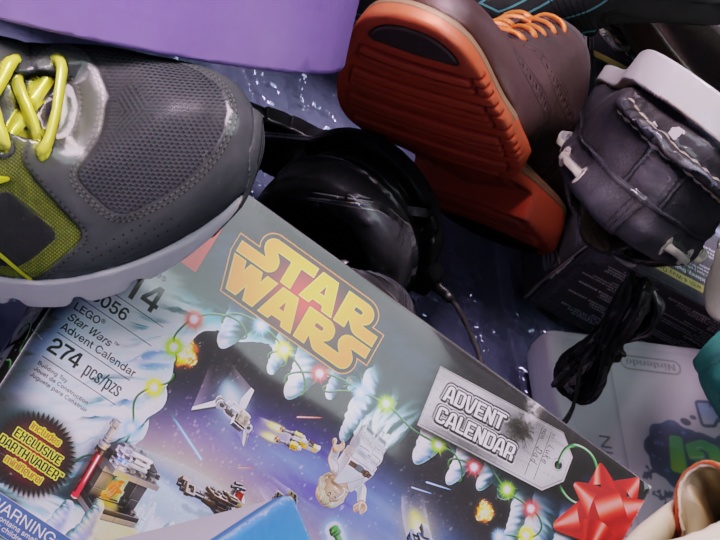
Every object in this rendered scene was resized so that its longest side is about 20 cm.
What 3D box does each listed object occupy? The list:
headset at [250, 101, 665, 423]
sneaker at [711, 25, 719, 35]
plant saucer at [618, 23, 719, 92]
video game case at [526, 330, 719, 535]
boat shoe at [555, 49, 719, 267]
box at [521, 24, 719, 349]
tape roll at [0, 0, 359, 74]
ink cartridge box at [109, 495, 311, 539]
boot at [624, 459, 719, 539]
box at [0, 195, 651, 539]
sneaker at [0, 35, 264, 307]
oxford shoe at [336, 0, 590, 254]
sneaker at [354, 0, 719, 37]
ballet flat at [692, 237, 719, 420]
[{"bbox_3d":[0.000,0.000,0.823,0.200,0.094,0.124,23,46,-15],"label":"headset"},{"bbox_3d":[0.199,-0.128,1.002,0.118,0.074,0.201,-22,81,-45],"label":"sneaker"},{"bbox_3d":[0.175,-0.103,1.044,0.200,0.032,0.200,26,40,-23],"label":"plant saucer"},{"bbox_3d":[0.166,0.114,0.899,0.200,0.024,0.182,8,54,-21],"label":"video game case"},{"bbox_3d":[0.102,-0.031,0.850,0.074,0.060,0.200,39,0,0],"label":"boat shoe"},{"bbox_3d":[0.159,-0.019,1.018,0.200,0.049,0.161,26,42,-25],"label":"box"},{"bbox_3d":[-0.092,-0.127,0.763,0.200,0.085,0.200,13,11,-2],"label":"tape roll"},{"bbox_3d":[-0.045,0.180,0.605,0.144,0.085,0.200,-30,99,-49],"label":"ink cartridge box"},{"bbox_3d":[0.148,0.104,0.792,0.200,0.075,0.107,-22,89,-59],"label":"boot"},{"bbox_3d":[-0.022,0.071,0.740,0.200,0.040,0.137,35,71,-15],"label":"box"},{"bbox_3d":[-0.128,-0.039,0.679,0.199,0.085,0.075,-2,63,3],"label":"sneaker"},{"bbox_3d":[0.043,-0.070,0.862,0.071,0.200,0.073,21,80,16],"label":"oxford shoe"},{"bbox_3d":[0.055,-0.122,0.922,0.200,0.079,0.076,10,49,-6],"label":"sneaker"},{"bbox_3d":[0.158,0.011,0.867,0.070,0.067,0.200,60,19,-5],"label":"ballet flat"}]
